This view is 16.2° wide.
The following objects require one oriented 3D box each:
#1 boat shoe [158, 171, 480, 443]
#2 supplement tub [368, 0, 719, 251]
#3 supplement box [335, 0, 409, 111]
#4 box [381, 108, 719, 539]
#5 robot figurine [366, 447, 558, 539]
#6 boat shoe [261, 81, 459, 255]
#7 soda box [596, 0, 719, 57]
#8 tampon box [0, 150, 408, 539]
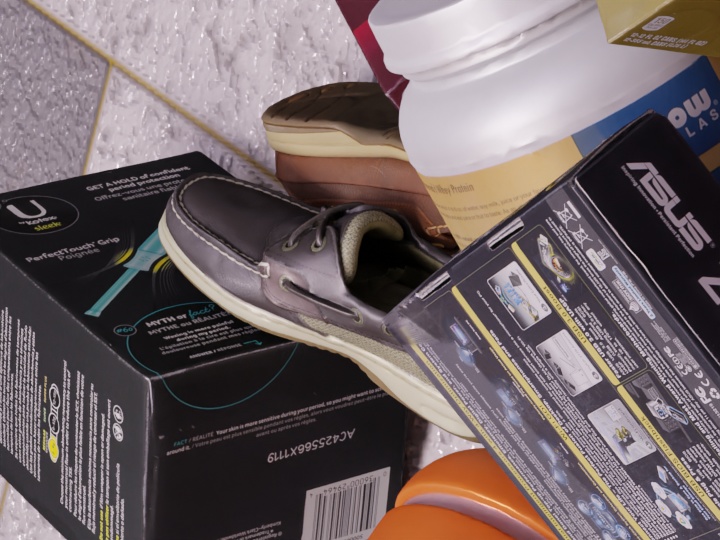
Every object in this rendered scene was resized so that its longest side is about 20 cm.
[{"bbox_3d":[0.000,0.001,1.109,0.200,0.072,0.066,31,135,22],"label":"boat shoe"},{"bbox_3d":[0.103,-0.036,0.937,0.144,0.145,0.200,-11,114,51],"label":"supplement tub"},{"bbox_3d":[0.030,-0.160,1.111,0.109,0.061,0.200,-34,54,10],"label":"supplement box"},{"bbox_3d":[0.110,0.061,0.835,0.200,0.049,0.161,51,152,1],"label":"box"},{"bbox_3d":[0.042,0.158,1.054,0.200,0.116,0.144,-56,4,-27],"label":"robot figurine"},{"bbox_3d":[0.037,-0.040,1.147,0.200,0.072,0.068,13,121,46],"label":"boat shoe"},{"bbox_3d":[0.169,-0.111,0.869,0.068,0.199,0.064,-33,64,46],"label":"soda box"},{"bbox_3d":[-0.091,0.047,1.216,0.200,0.149,0.127,36,130,47],"label":"tampon box"}]
